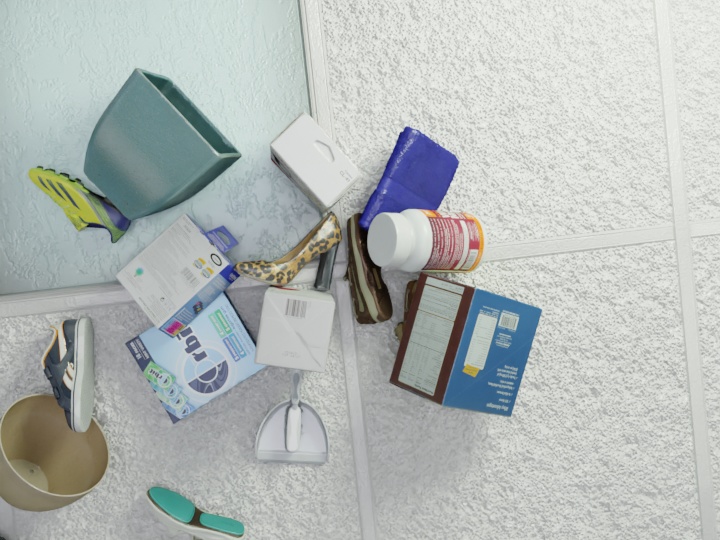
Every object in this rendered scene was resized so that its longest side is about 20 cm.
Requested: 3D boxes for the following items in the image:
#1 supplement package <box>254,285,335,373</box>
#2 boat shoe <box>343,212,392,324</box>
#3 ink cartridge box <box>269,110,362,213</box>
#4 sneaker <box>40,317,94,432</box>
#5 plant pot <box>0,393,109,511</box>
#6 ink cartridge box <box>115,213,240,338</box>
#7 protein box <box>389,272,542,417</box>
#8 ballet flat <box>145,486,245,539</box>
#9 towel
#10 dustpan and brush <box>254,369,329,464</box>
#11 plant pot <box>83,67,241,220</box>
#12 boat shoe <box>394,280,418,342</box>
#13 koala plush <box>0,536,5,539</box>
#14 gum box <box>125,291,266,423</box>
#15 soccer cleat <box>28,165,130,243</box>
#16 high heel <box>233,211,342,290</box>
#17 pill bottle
[{"bbox_3d":[-0.113,0.096,1.422,0.120,0.200,0.121,8,92,-5],"label":"supplement package"},{"bbox_3d":[-0.004,0.000,1.491,0.074,0.074,0.205,-19,75,32],"label":"boat shoe"},{"bbox_3d":[-0.081,-0.180,1.415,0.086,0.200,0.148,-44,94,-2],"label":"ink cartridge box"},{"bbox_3d":[-0.517,0.187,1.451,0.078,0.079,0.202,-4,72,-2],"label":"sneaker"},{"bbox_3d":[-0.557,0.335,1.419,0.200,0.200,0.134,44,116,-4],"label":"plant pot"},{"bbox_3d":[-0.307,-0.002,1.444,0.200,0.076,0.137,-43,72,-3],"label":"ink cartridge box"},{"bbox_3d":[0.186,0.131,1.434,0.197,0.134,0.202,16,91,-42],"label":"protein box"},{"bbox_3d":[-0.308,0.463,1.494,0.198,0.069,0.070,25,90,-5],"label":"ballet flat"},{"bbox_3d":[0.086,-0.144,1.489,0.147,0.049,0.202,27,90,-37],"label":"towel"},{"bbox_3d":[-0.121,0.259,1.497,0.138,0.057,0.203,3,92,-4],"label":"dustpan and brush"},{"bbox_3d":[-0.353,-0.197,1.407,0.200,0.196,0.196,-44,94,8],"label":"plant pot"},{"bbox_3d":[0.104,0.113,1.510,0.073,0.075,0.203,13,98,28],"label":"boat shoe"},{"bbox_3d":[-0.703,0.557,1.415,0.182,0.177,0.202,27,86,-15],"label":"koala plush"},{"bbox_3d":[-0.295,0.151,1.489,0.199,0.045,0.171,-32,93,-3],"label":"gum box"},{"bbox_3d":[-0.505,-0.117,1.455,0.199,0.065,0.084,28,92,-5],"label":"soccer cleat"},{"bbox_3d":[-0.127,-0.045,1.461,0.198,0.071,0.144,7,97,-32],"label":"high heel"},{"bbox_3d":[0.118,-0.051,1.441,0.198,0.109,0.111,1,92,-34],"label":"pill bottle"}]
